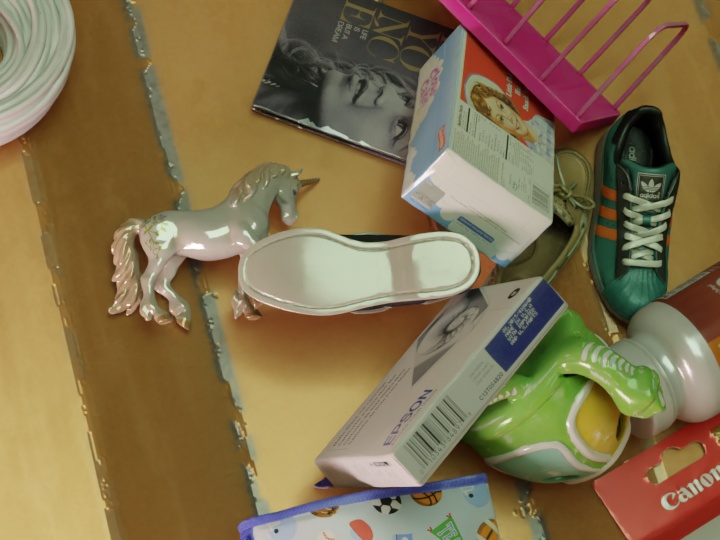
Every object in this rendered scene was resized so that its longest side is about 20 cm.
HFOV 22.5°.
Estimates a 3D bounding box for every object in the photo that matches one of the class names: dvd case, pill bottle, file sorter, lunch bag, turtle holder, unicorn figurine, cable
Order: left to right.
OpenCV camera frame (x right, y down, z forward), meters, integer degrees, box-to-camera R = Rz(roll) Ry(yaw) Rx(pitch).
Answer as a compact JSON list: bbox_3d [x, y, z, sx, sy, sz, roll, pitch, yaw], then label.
[{"bbox_3d":[-0.351,-0.196,1.582,0.199,0.069,0.201,8,66,-7],"label":"cable"},{"bbox_3d":[-0.118,-0.024,1.547,0.199,0.074,0.138,-3,73,-13],"label":"unicorn figurine"},{"bbox_3d":[0.010,0.263,1.426,0.199,0.124,0.171,-7,70,-20],"label":"lunch bag"},{"bbox_3d":[0.017,-0.178,1.664,0.199,0.016,0.149,20,66,-1],"label":"dvd case"},{"bbox_3d":[0.180,-0.242,1.626,0.200,0.139,0.125,46,111,11],"label":"file sorter"},{"bbox_3d":[0.166,0.100,1.492,0.132,0.185,0.141,43,29,-15],"label":"turtle holder"},{"bbox_3d":[0.304,0.061,1.562,0.199,0.112,0.112,-29,75,-19],"label":"pill bottle"}]

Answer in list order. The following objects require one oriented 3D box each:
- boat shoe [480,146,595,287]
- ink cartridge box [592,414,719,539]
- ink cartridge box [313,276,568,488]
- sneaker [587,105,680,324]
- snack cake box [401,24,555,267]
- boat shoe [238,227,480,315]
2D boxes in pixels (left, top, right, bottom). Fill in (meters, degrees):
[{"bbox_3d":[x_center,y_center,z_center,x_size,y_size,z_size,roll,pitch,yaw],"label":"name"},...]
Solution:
[{"bbox_3d":[0.162,-0.031,1.603,0.073,0.063,0.201,23,66,1],"label":"boat shoe"},{"bbox_3d":[0.318,0.222,1.535,0.161,0.050,0.200,-28,77,-19],"label":"ink cartridge box"},{"bbox_3d":[0.051,0.093,1.459,0.041,0.200,0.200,47,66,-12],"label":"ink cartridge box"},{"bbox_3d":[0.246,-0.054,1.616,0.071,0.080,0.201,4,68,-10],"label":"sneaker"},{"bbox_3d":[0.105,-0.110,1.559,0.115,0.067,0.200,33,35,-17],"label":"snack cake box"},{"bbox_3d":[0.000,0.000,1.499,0.199,0.060,0.074,-6,82,1],"label":"boat shoe"}]
